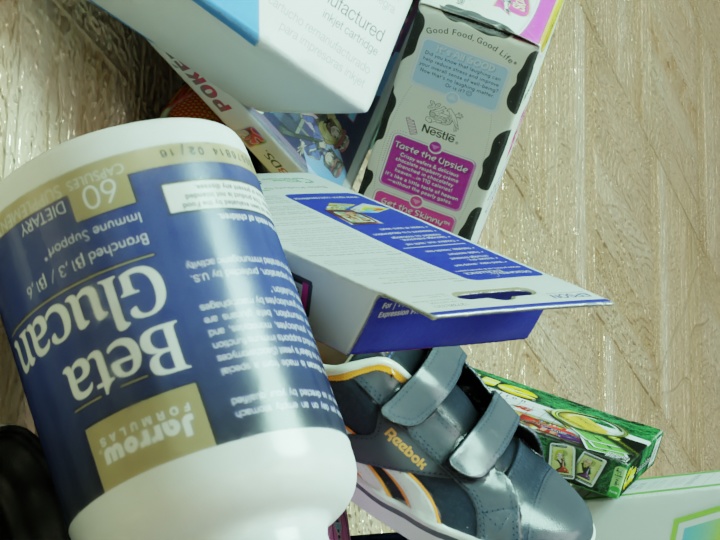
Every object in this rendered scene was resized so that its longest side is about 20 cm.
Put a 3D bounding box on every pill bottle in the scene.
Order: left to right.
[{"bbox_3d":[-0.066,0.053,1.063,0.111,0.111,0.200,38,30,-69],"label":"pill bottle"}]

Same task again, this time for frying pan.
[{"bbox_3d":[-0.145,0.117,1.011,0.190,0.031,0.115,-11,95,-71],"label":"frying pan"}]

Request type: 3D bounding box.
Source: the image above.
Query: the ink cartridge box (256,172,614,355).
[{"bbox_3d":[0.000,0.000,1.140,0.095,0.200,0.037,-4,106,-39],"label":"ink cartridge box"}]

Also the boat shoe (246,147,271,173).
[{"bbox_3d":[-0.036,-0.086,1.353,0.074,0.065,0.202,-178,-104,-71],"label":"boat shoe"}]

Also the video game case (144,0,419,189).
[{"bbox_3d":[-0.038,-0.156,1.299,0.182,0.023,0.200,47,47,-29],"label":"video game case"}]

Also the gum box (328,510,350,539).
[{"bbox_3d":[-0.048,0.188,1.264,0.113,0.066,0.200,17,68,-72],"label":"gum box"}]

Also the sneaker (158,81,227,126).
[{"bbox_3d":[-0.062,0.002,1.257,0.073,0.077,0.200,55,32,-58],"label":"sneaker"}]

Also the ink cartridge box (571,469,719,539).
[{"bbox_3d":[0.186,0.150,1.363,0.059,0.200,0.104,-21,103,-73],"label":"ink cartridge box"}]

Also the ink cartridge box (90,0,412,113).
[{"bbox_3d":[-0.034,-0.187,1.196,0.146,0.086,0.200,33,74,-38],"label":"ink cartridge box"}]

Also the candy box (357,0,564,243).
[{"bbox_3d":[0.041,-0.060,1.337,0.136,0.061,0.200,-65,174,-57],"label":"candy box"}]

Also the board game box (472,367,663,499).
[{"bbox_3d":[0.046,0.065,1.401,0.105,0.200,0.023,-15,122,-75],"label":"board game box"}]

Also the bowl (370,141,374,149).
[{"bbox_3d":[0.027,-0.164,1.567,0.201,0.105,0.201,-4,90,-74],"label":"bowl"}]

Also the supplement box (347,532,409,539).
[{"bbox_3d":[0.031,0.234,1.403,0.200,0.134,0.200,23,63,-72],"label":"supplement box"}]

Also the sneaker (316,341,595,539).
[{"bbox_3d":[0.025,0.068,1.286,0.079,0.200,0.078,-64,180,29],"label":"sneaker"}]
